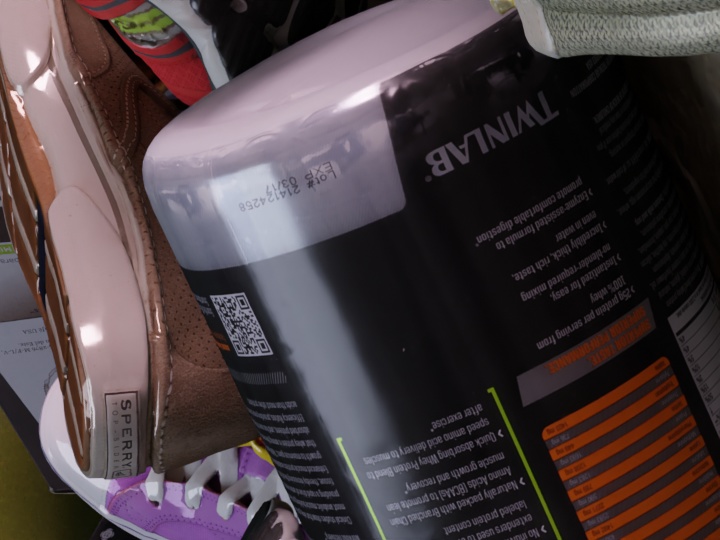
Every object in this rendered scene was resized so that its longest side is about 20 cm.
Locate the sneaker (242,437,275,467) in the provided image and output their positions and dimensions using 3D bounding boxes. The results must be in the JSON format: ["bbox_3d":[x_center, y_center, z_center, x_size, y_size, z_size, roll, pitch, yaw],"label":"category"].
[{"bbox_3d":[-0.059,0.011,0.866,0.073,0.077,0.200,51,166,-32],"label":"sneaker"}]

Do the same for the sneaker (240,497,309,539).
[{"bbox_3d":[-0.006,0.120,0.819,0.083,0.081,0.200,21,171,6],"label":"sneaker"}]

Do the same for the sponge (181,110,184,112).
[{"bbox_3d":[0.000,0.000,0.890,0.112,0.030,0.200,47,167,-20],"label":"sponge"}]

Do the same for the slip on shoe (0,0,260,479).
[{"bbox_3d":[-0.068,-0.024,0.814,0.200,0.060,0.076,-112,19,-47],"label":"slip on shoe"}]

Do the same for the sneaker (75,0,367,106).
[{"bbox_3d":[-0.058,-0.096,0.763,0.085,0.077,0.200,22,167,27],"label":"sneaker"}]

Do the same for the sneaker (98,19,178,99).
[{"bbox_3d":[-0.066,-0.088,0.935,0.073,0.085,0.200,59,168,7],"label":"sneaker"}]

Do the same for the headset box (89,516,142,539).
[{"bbox_3d":[-0.038,0.131,1.011,0.075,0.200,0.149,7,137,23],"label":"headset box"}]

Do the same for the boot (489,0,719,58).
[{"bbox_3d":[0.024,-0.126,0.584,0.200,0.072,0.155,33,151,61],"label":"boot"}]

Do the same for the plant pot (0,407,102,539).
[{"bbox_3d":[-0.185,0.020,1.174,0.187,0.187,0.200,-169,87,-72],"label":"plant pot"}]

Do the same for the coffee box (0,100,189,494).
[{"bbox_3d":[-0.102,-0.020,1.046,0.200,0.080,0.113,66,-153,-45],"label":"coffee box"}]

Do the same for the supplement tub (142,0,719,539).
[{"bbox_3d":[0.037,0.034,0.721,0.200,0.122,0.123,66,165,-12],"label":"supplement tub"}]

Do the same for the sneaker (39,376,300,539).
[{"bbox_3d":[-0.015,0.060,0.880,0.200,0.073,0.114,15,172,13],"label":"sneaker"}]
